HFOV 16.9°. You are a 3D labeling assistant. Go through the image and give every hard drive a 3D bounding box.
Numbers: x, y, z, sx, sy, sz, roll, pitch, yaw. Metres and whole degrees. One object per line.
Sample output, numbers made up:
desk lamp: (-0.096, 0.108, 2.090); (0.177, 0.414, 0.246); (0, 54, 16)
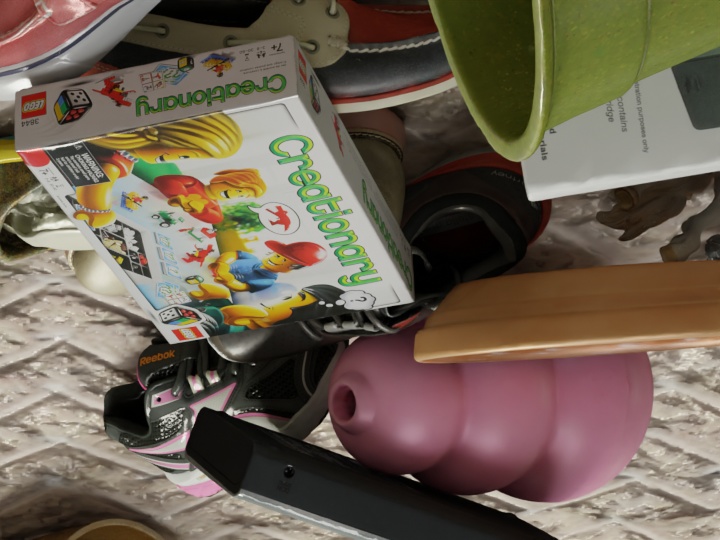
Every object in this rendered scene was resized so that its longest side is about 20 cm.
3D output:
hard drive: (0.015, 0.126, 1.283); (0.199, 0.033, 0.140); (20, 179, -16)

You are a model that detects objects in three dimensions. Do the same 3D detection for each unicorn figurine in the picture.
unicorn figurine: (0.215, -0.046, 1.171); (0.137, 0.200, 0.074); (-27, 121, -32)

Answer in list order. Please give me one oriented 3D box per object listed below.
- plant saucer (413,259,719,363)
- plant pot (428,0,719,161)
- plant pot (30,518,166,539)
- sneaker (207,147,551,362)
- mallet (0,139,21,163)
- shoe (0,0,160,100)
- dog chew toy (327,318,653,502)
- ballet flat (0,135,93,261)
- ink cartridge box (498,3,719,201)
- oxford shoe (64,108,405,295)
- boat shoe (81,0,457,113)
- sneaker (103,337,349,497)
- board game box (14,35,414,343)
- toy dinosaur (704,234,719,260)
plant saucer: (0.124, 0.020, 1.158); (0.199, 0.038, 0.200); (-4, 177, 0)
plant pot: (0.125, -0.160, 0.922); (0.189, 0.201, 0.200); (-14, 151, -9)
plant pot: (-0.233, 0.265, 1.609); (0.199, 0.187, 0.186); (-9, 152, 33)
sneaker: (0.000, 0.000, 1.234); (0.200, 0.082, 0.077); (-26, 109, 20)
mallet: (-0.123, -0.055, 1.114); (0.199, 0.066, 0.041); (-1, 109, 20)
shoe: (-0.116, -0.147, 1.004); (0.200, 0.072, 0.091); (-28, 141, 26)
dog chew toy: (0.065, 0.067, 1.308); (0.200, 0.125, 0.124); (-2, 155, -42)
ballet flat: (-0.100, -0.050, 1.171); (0.199, 0.071, 0.071); (-17, 148, 20)
ink cartridge box: (0.166, -0.091, 1.061); (0.199, 0.084, 0.146); (-9, -174, 6)
oxford shoe: (-0.067, -0.020, 1.220); (0.200, 0.074, 0.071); (-22, 146, 28)
boat shoe: (-0.039, -0.105, 1.090); (0.199, 0.071, 0.063); (-5, 108, 3)
sneaker: (-0.080, 0.063, 1.364); (0.086, 0.081, 0.200); (25, 135, -24)
board game box: (-0.060, -0.031, 1.095); (0.126, 0.035, 0.200); (-10, 152, 12)
toy dinosaur: (0.278, 0.012, 1.285); (0.199, 0.102, 0.136); (1, 147, 12)
